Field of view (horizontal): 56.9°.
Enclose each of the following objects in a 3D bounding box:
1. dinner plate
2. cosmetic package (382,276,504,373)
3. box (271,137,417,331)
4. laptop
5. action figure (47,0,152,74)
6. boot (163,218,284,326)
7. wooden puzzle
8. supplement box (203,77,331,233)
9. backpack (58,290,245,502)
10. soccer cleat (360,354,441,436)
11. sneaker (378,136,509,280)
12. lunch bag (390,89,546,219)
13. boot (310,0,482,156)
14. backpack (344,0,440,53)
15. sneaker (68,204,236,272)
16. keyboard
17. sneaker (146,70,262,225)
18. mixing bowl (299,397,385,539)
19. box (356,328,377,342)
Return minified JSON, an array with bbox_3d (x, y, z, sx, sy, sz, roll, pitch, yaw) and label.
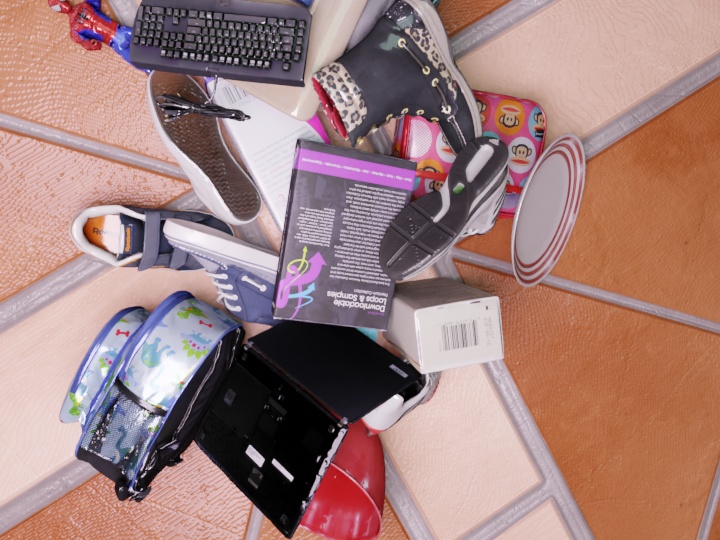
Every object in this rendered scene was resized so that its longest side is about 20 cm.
[{"bbox_3d":[0.241,-0.078,0.867,0.198,0.024,0.205,-28,127,-42],"label":"dinner plate"},{"bbox_3d":[0.090,0.060,0.814,0.101,0.200,0.075,-8,96,-9],"label":"cosmetic package"},{"bbox_3d":[-0.021,-0.038,0.770,0.139,0.036,0.205,8,98,-16],"label":"box"},{"bbox_3d":[-0.062,0.155,0.745,0.103,0.176,0.203,27,92,-54],"label":"laptop"},{"bbox_3d":[-0.272,-0.269,0.767,0.197,0.099,0.066,27,90,-10],"label":"action figure"},{"bbox_3d":[-0.155,0.009,0.801,0.197,0.072,0.092,21,94,-36],"label":"boot"},{"bbox_3d":[-0.102,-0.286,0.699,0.197,0.046,0.188,28,99,4],"label":"wooden puzzle"},{"bbox_3d":[-0.098,-0.155,0.806,0.100,0.103,0.203,-28,99,-8],"label":"supplement box"},{"bbox_3d":[-0.235,0.121,0.765,0.145,0.183,0.202,33,91,1],"label":"backpack"},{"bbox_3d":[0.065,0.136,0.828,0.069,0.199,0.085,51,124,10],"label":"soccer cleat"},{"bbox_3d":[0.109,-0.048,0.777,0.201,0.116,0.075,-47,57,-9],"label":"sneaker"},{"bbox_3d":[0.135,-0.142,0.868,0.195,0.082,0.181,6,99,-12],"label":"lunch bag"},{"bbox_3d":[0.044,-0.179,0.739,0.153,0.073,0.205,-39,126,-10],"label":"boot"},{"bbox_3d":[-0.004,-0.319,0.782,0.173,0.153,0.203,30,90,-12],"label":"backpack"},{"bbox_3d":[-0.248,-0.037,0.802,0.195,0.079,0.081,2,94,-13],"label":"sneaker"},{"bbox_3d":[-0.149,-0.214,0.685,0.195,0.021,0.131,9,97,13],"label":"keyboard"},{"bbox_3d":[-0.197,-0.140,0.793,0.072,0.084,0.203,-34,102,-25],"label":"sneaker"},{"bbox_3d":[-0.045,0.233,0.828,0.199,0.199,0.109,41,47,-11],"label":"mixing bowl"},{"bbox_3d":[0.000,0.000,0.850,0.048,0.082,0.206,6,94,-11],"label":"box"}]
